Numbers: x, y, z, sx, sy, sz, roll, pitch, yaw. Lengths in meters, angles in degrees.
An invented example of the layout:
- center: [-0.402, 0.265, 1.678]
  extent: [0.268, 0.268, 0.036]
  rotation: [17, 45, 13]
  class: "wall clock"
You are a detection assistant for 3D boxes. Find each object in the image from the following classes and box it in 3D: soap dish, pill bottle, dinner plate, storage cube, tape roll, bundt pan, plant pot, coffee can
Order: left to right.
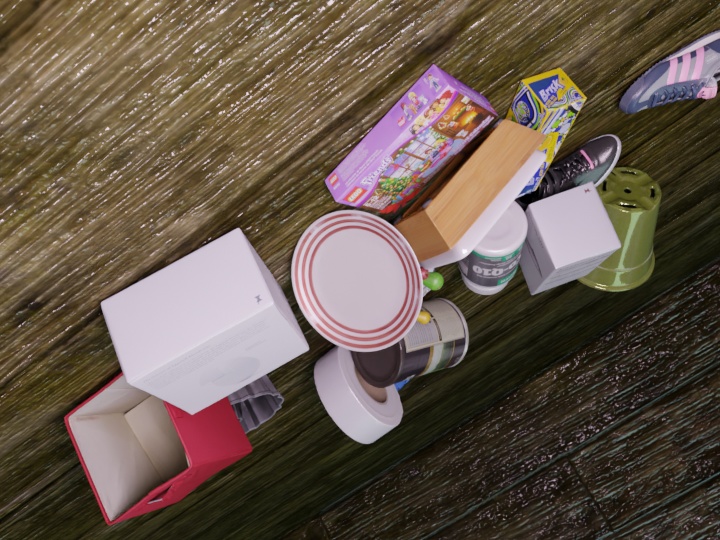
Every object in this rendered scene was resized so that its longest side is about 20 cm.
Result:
- center: [-0.306, 0.252, 1.023]
  extent: [0.170, 0.202, 0.179]
  rotation: [-35, 162, 12]
  class: "storage cube"
- center: [-0.246, 0.248, 1.221]
  extent: [0.200, 0.076, 0.203]
  rotation: [-26, 156, -12]
  class: "bundt pan"
- center: [-0.005, 0.014, 0.918]
  extent: [0.200, 0.201, 0.024]
  rotation: [-44, 175, 29]
  class: "dinner plate"
- center: [-0.002, 0.243, 1.337]
  extent: [0.071, 0.204, 0.202]
  rotation: [-38, 155, 18]
  class: "tape roll"
- center: [0.099, 0.140, 1.320]
  extent: [0.198, 0.148, 0.147]
  rotation: [-8, 148, -41]
  class: "coffee can"
- center: [0.136, -0.099, 0.866]
  extent: [0.200, 0.081, 0.157]
  rotation: [-48, -173, -15]
  class: "soap dish"
- center: [0.226, -0.038, 1.160]
  extent: [0.112, 0.114, 0.201]
  rotation: [-27, 156, -5]
  class: "pill bottle"
- center: [0.510, -0.097, 1.319]
  extent: [0.198, 0.201, 0.191]
  rotation: [-23, 142, -14]
  class: "plant pot"

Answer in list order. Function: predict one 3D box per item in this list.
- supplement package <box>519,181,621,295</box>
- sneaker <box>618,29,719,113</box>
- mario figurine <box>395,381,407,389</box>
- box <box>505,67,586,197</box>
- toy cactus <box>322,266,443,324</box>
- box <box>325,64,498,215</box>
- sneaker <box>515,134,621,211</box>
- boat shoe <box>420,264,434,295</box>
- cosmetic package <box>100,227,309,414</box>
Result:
- center: [0.342, -0.049, 1.134]
  extent: [0.116, 0.119, 0.200]
  rotation: [-18, 165, -2]
  class: "supplement package"
- center: [0.502, -0.291, 1.023]
  extent: [0.198, 0.083, 0.070]
  rotation: [-32, 157, 4]
  class: "sneaker"
- center: [0.090, 0.209, 1.508]
  extent: [0.199, 0.122, 0.107]
  rotation: [-38, 132, -33]
  class: "mario figurine"
- center: [0.243, -0.187, 0.950]
  extent: [0.069, 0.065, 0.201]
  rotation: [-22, 154, -18]
  class: "box"
- center: [0.015, 0.017, 0.973]
  extent: [0.197, 0.167, 0.102]
  rotation: [-15, -167, 23]
  class: "toy cactus"
- center: [0.065, -0.155, 0.839]
  extent: [0.200, 0.039, 0.136]
  rotation: [-43, 153, 26]
  class: "box"
- center: [0.343, -0.159, 1.109]
  extent: [0.199, 0.071, 0.099]
  rotation: [-38, 160, 26]
  class: "sneaker"
- center: [0.097, 0.017, 1.173]
  extent: [0.069, 0.072, 0.201]
  rotation: [-16, 156, -26]
  class: "boat shoe"
- center: [-0.197, 0.075, 0.883]
  extent: [0.197, 0.124, 0.200]
  rotation: [-28, 157, -4]
  class: "cosmetic package"
